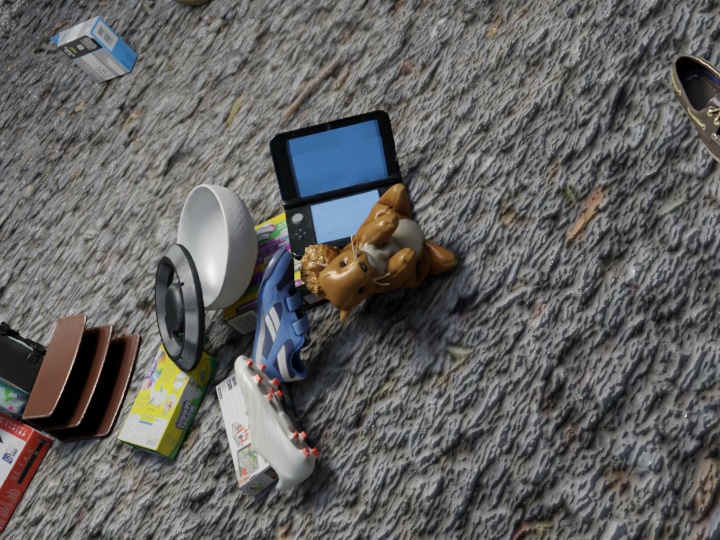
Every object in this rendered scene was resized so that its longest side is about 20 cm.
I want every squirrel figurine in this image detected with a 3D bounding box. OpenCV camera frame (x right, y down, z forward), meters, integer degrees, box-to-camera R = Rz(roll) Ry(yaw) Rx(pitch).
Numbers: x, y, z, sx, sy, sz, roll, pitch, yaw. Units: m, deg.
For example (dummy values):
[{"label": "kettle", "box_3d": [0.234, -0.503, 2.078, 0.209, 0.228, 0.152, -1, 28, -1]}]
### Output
[{"label": "squirrel figurine", "box_3d": [0.000, 0.000, 1.302, 0.199, 0.143, 0.186, -25, 11, 48]}]

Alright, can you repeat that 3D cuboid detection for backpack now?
[{"label": "backpack", "box_3d": [-0.667, 0.184, 1.735, 0.152, 0.176, 0.200, -62, 16, -12]}]

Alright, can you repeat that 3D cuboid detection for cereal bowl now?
[{"label": "cereal bowl", "box_3d": [-0.221, -0.035, 1.481, 0.199, 0.082, 0.205, -5, 84, 57]}]

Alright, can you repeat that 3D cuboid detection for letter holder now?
[{"label": "letter holder", "box_3d": [-0.490, 0.187, 1.648, 0.140, 0.101, 0.203, -11, 53, 32]}]

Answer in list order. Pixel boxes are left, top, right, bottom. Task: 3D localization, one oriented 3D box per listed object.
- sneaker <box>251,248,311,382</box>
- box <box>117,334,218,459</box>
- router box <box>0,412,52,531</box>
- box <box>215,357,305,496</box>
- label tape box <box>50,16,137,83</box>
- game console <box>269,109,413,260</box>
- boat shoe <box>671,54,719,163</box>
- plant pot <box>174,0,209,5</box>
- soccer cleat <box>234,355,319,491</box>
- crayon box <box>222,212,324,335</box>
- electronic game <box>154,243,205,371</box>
[{"label": "sneaker", "box_3d": [-0.106, 0.068, 1.341, 0.081, 0.204, 0.074, 10, 18, 15]}, {"label": "box", "box_3d": [-0.312, 0.201, 1.523, 0.116, 0.048, 0.203, 3, 64, 43]}, {"label": "router box", "box_3d": [-0.678, 0.363, 1.713, 0.198, 0.049, 0.182, 8, 65, 44]}, {"label": "box", "box_3d": [-0.149, 0.221, 1.374, 0.109, 0.035, 0.201, -37, 42, 12]}, {"label": "label tape box", "box_3d": [-0.686, -0.549, 2.346, 0.197, 0.143, 0.067, -9, 52, 35]}, {"label": "game console", "box_3d": [-0.030, -0.132, 1.427, 0.196, 0.119, 0.173, -14, 48, 0]}, {"label": "boat shoe", "box_3d": [0.449, -0.200, 1.158, 0.071, 0.059, 0.202, -32, 43, 16]}, {"label": "plant pot", "box_3d": [-0.412, -0.730, 2.255, 0.198, 0.134, 0.203, -22, 48, 26]}, {"label": "soccer cleat", "box_3d": [-0.133, 0.208, 1.277, 0.077, 0.069, 0.201, -41, 63, 13]}, {"label": "crayon box", "box_3d": [-0.129, -0.009, 1.515, 0.197, 0.058, 0.175, -23, 46, 27]}, {"label": "electronic game", "box_3d": [-0.285, 0.059, 1.467, 0.199, 0.041, 0.205, 18, 110, 60]}]
